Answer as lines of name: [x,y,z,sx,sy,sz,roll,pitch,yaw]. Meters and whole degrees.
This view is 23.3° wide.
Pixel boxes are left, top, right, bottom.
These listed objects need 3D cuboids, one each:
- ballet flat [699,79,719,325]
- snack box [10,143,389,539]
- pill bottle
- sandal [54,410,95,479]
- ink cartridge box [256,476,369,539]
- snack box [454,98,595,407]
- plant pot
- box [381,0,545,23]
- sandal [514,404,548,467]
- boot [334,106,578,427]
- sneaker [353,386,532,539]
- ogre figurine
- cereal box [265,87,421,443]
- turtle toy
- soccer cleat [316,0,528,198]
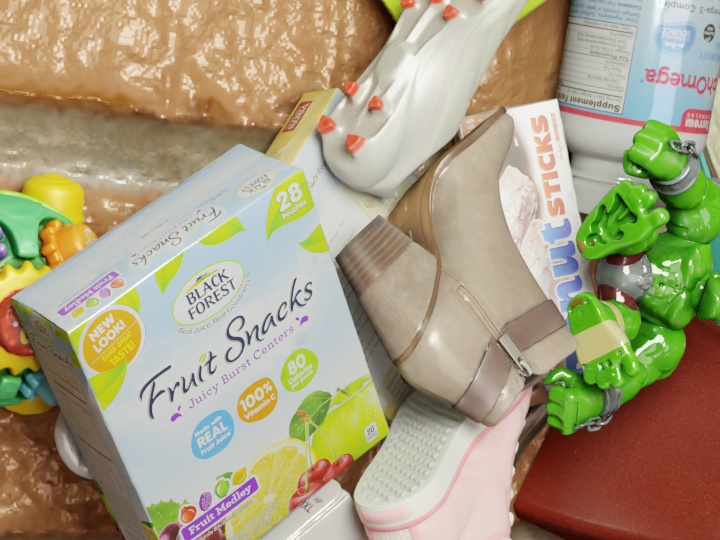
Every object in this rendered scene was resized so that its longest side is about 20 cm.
ballet flat: [0.270,-0.054,1.303,0.062,0.067,0.200,-34,119,-32]
snack box: [-0.085,0.057,0.999,0.169,0.068,0.200,-37,127,-26]
pill bottle: [0.192,-0.137,1.202,0.108,0.109,0.201,2,102,-33]
sandal: [-0.115,0.075,1.088,0.206,0.059,0.079,-17,93,-42]
ink cartridge box: [-0.031,0.214,1.127,0.084,0.144,0.200,-38,119,-18]
snack box: [0.116,-0.011,1.181,0.072,0.024,0.201,-12,92,-8]
plant pot: [0.271,0.150,1.286,0.200,0.176,0.200,30,86,-34]
box: [0.095,-0.229,1.111,0.200,0.048,0.122,-36,121,6]
sandal: [0.099,0.092,1.234,0.055,0.082,0.200,33,91,-12]
boot: [0.080,0.001,1.096,0.146,0.070,0.200,45,57,2]
sneaker: [0.065,0.135,1.097,0.200,0.075,0.105,-49,121,-53]
ogre figurine: [0.187,0.004,1.135,0.120,0.098,0.201,-4,94,-51]
cereal box: [0.000,0.000,1.136,0.200,0.039,0.144,47,59,-31]
turtle toy: [-0.224,0.018,0.979,0.200,0.101,0.146,3,101,-33]
soccer cleat: [0.051,-0.134,1.088,0.200,0.069,0.078,-51,142,3]
